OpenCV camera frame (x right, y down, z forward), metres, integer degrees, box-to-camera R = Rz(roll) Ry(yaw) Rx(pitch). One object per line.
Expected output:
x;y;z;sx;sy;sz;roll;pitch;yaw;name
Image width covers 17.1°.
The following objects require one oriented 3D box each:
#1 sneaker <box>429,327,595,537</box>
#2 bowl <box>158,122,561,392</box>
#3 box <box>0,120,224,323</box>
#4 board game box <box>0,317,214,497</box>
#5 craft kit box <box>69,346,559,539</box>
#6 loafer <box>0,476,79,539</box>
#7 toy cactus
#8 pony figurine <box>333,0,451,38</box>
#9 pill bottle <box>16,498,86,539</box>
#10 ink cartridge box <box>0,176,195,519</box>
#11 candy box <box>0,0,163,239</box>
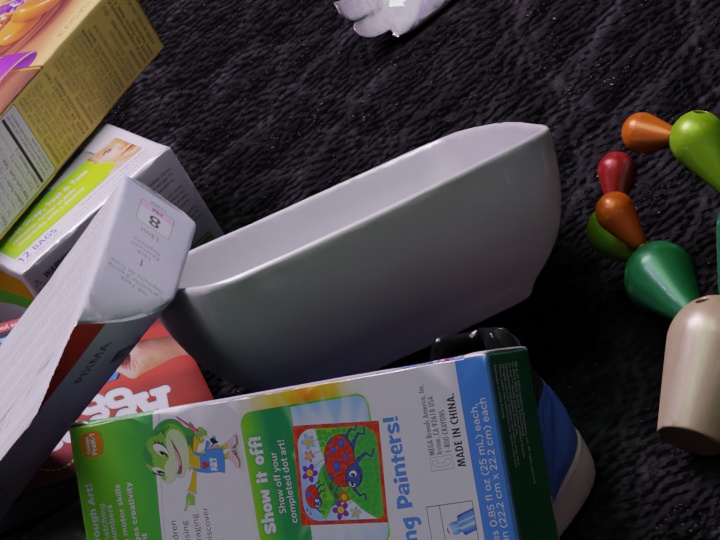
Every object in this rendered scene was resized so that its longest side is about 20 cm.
0.031;0.111;1.009;0.076;0.112;0.201;-2;43;38;sneaker
0.000;0.000;1.165;0.198;0.075;0.200;-24;9;-11;bowl
-0.174;-0.019;1.365;0.112;0.102;0.199;-42;34;-17;box
-0.178;0.074;1.214;0.199;0.020;0.103;-17;57;-20;board game box
-0.012;0.144;0.940;0.196;0.202;0.048;-10;-3;26;craft kit box
-0.090;0.120;1.156;0.199;0.072;0.063;-21;71;12;loafer
0.172;0.005;1.078;0.199;0.102;0.166;4;65;39;toy cactus
0.033;-0.254;1.490;0.192;0.168;0.200;-28;16;-10;pony figurine
-0.146;0.182;1.060;0.199;0.114;0.114;-33;32;-2;pill bottle
-0.146;0.070;1.070;0.163;0.057;0.201;-50;18;28;ink cartridge box
-0.213;-0.081;1.332;0.116;0.057;0.200;3;44;41;candy box
